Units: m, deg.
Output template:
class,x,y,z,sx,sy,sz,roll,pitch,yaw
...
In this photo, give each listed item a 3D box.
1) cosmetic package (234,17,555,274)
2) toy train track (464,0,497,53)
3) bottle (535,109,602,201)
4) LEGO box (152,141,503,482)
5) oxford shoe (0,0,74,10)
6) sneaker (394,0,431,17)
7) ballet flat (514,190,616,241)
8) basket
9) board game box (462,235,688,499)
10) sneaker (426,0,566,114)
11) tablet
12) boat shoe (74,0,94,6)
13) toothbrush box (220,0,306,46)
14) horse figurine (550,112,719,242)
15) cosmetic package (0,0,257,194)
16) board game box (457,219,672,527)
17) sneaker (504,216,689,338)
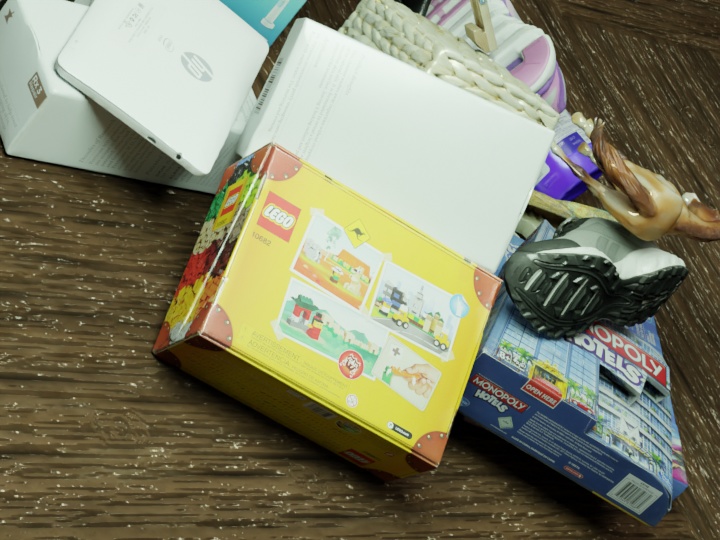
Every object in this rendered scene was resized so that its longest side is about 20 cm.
class,x,y,z,sx,sy,sz,roll,pitch,yaw
cosmetic package,0.025,-0.089,1.596,0.199,0.113,0.081,26,2,-10
toy train track,0.068,-0.263,1.757,0.115,0.032,0.201,-131,-157,-64
bottle,0.129,-0.146,1.983,0.200,0.065,0.083,49,27,9
LEGO box,-0.020,0.031,1.540,0.199,0.077,0.150,31,64,-20
oxford shoe,-0.232,-0.221,1.664,0.085,0.073,0.200,51,44,6
sneaker,0.070,-0.284,1.842,0.075,0.201,0.088,9,46,-18
ballet flat,0.154,-0.029,1.877,0.199,0.071,0.071,23,37,-20
basket,0.047,-0.121,1.743,0.135,0.124,0.200,27,10,-26
board game box,0.161,0.071,1.788,0.198,0.043,0.201,25,37,-26
sneaker,0.116,-0.189,1.919,0.088,0.080,0.200,47,8,-45
tablet,-0.136,-0.154,1.608,0.130,0.014,0.200,37,33,-12
boat shoe,-0.171,-0.219,1.728,0.073,0.065,0.200,38,32,-10
toothbrush box,-0.045,-0.290,1.827,0.085,0.200,0.147,37,33,-10
horse figurine,0.204,-0.063,1.686,0.132,0.050,0.200,44,10,13
cosmetic package,-0.169,-0.125,1.618,0.199,0.074,0.102,9,45,-40
board game box,0.160,0.063,1.699,0.199,0.062,0.201,31,35,-17
sneaker,0.160,-0.002,1.663,0.079,0.074,0.200,48,25,26
